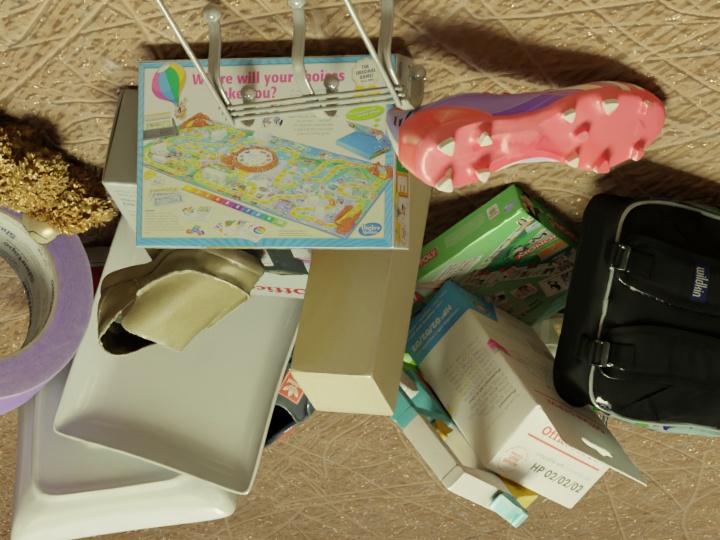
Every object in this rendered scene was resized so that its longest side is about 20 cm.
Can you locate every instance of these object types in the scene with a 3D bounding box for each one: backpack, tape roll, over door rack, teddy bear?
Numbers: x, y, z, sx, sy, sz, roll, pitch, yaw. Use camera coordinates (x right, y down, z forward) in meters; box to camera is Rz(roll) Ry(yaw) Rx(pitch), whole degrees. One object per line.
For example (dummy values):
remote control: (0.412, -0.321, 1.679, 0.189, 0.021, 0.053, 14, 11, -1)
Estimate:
backpack: (0.252, 0.039, 1.569, 0.199, 0.179, 0.151, 10, 180, -13)
tape roll: (-0.331, 0.022, 1.733, 0.199, 0.201, 0.085, 18, 156, -20)
over door rack: (-0.059, -0.172, 1.339, 0.147, 0.067, 0.200, -5, 147, 28)
teddy bear: (-0.288, -0.078, 1.651, 0.144, 0.067, 0.200, 2, 156, 24)

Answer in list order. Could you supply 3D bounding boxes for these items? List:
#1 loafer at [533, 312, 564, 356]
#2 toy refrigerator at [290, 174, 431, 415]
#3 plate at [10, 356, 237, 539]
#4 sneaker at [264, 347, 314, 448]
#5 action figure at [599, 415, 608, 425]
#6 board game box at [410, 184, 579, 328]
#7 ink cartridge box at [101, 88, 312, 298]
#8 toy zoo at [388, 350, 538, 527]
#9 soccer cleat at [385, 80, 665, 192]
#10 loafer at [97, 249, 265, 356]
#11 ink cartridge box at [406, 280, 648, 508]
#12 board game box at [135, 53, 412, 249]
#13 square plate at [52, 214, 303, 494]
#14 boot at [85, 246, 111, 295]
loafer: (0.156, 0.067, 1.809, 0.199, 0.070, 0.070, 5, 149, 11)
toy refrigerator: (0.000, 0.000, 1.539, 0.070, 0.201, 0.076, 3, 156, 17)
plate: (-0.206, 0.129, 1.766, 0.199, 0.200, 0.032, -8, 145, 8)
sneaker: (-0.044, 0.075, 1.723, 0.075, 0.085, 0.200, 30, 124, -2)
action figure: (0.129, 0.111, 1.887, 0.199, 0.103, 0.119, 5, 169, 8)
board game box: (0.087, 0.021, 1.669, 0.200, 0.029, 0.134, -34, 138, 22)
ink cartridge box: (-0.100, -0.055, 1.606, 0.145, 0.083, 0.200, 4, 157, 13)
toy zoo: (0.064, 0.120, 1.579, 0.020, 0.200, 0.131, -46, 150, 12)
soccer cleat: (0.114, -0.101, 1.404, 0.199, 0.077, 0.067, -13, 128, -23)
loafer: (-0.143, 0.026, 1.620, 0.076, 0.068, 0.200, 23, 155, -27)
ink cartridge box: (0.125, 0.108, 1.597, 0.115, 0.200, 0.068, 28, 109, -42)
board game box: (-0.062, -0.082, 1.456, 0.199, 0.135, 0.034, 1, 179, 21)
square plate: (-0.143, 0.067, 1.721, 0.197, 0.201, 0.028, 15, 174, 24)
boot: (-0.255, 0.064, 1.878, 0.072, 0.145, 0.200, 22, 153, -23)
